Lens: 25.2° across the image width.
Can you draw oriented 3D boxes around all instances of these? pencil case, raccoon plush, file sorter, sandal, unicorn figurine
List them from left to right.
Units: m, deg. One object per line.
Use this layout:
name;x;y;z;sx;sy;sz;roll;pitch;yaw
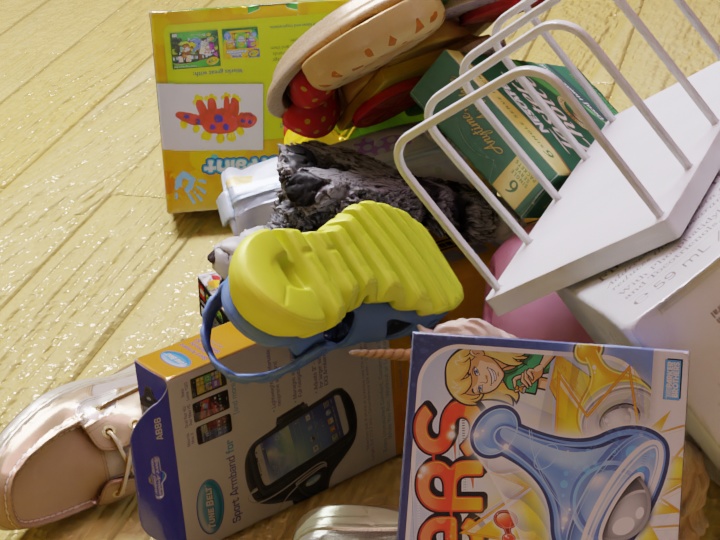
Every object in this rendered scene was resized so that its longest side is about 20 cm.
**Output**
sandal;-0.020;0.015;0.902;0.200;0.087;0.080;-5;58;-51
raccoon plush;0.000;0.000;1.077;0.200;0.134;0.097;17;19;1
pencil case;0.001;-0.058;1.156;0.200;0.083;0.091;-15;-3;7
unicorn figurine;0.106;0.096;0.902;0.200;0.138;0.074;7;33;23
file sorter;0.130;-0.098;0.931;0.139;0.125;0.200;-28;18;46

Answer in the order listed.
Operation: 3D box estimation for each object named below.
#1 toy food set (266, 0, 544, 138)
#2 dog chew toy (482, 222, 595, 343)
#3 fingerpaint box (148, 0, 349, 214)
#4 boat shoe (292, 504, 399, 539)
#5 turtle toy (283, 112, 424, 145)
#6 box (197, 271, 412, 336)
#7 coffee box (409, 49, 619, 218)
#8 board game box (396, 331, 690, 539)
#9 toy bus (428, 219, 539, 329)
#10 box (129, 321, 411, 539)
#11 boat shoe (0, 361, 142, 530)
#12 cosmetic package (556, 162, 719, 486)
toy food set;0.029;-0.149;1.094;0.198;0.049;0.200;-22;-11;-29
dog chew toy;0.182;0.033;1.053;0.199;0.125;0.125;6;27;-1
fingerpaint box;-0.068;-0.139;1.342;0.199;0.167;0.073;-5;9;-4
boat shoe;0.056;0.163;0.854;0.200;0.073;0.063;0;34;12
turtle toy;-0.009;-0.090;1.264;0.200;0.146;0.101;-47;36;1
box;-0.032;0.047;1.125;0.110;0.035;0.200;-13;28;-20
coffee box;0.132;-0.092;1.115;0.123;0.044;0.200;52;27;22
board game box;0.085;0.133;0.777;0.135;0.201;0.034;3;-4;12
toy bus;0.127;-0.012;1.195;0.200;0.065;0.078;-17;30;-27
box;-0.055;0.084;0.960;0.200;0.119;0.041;-20;29;-32
boat shoe;-0.143;0.102;0.984;0.069;0.074;0.200;11;28;36
cosmetic package;0.229;0.022;0.898;0.167;0.166;0.200;-40;12;0
